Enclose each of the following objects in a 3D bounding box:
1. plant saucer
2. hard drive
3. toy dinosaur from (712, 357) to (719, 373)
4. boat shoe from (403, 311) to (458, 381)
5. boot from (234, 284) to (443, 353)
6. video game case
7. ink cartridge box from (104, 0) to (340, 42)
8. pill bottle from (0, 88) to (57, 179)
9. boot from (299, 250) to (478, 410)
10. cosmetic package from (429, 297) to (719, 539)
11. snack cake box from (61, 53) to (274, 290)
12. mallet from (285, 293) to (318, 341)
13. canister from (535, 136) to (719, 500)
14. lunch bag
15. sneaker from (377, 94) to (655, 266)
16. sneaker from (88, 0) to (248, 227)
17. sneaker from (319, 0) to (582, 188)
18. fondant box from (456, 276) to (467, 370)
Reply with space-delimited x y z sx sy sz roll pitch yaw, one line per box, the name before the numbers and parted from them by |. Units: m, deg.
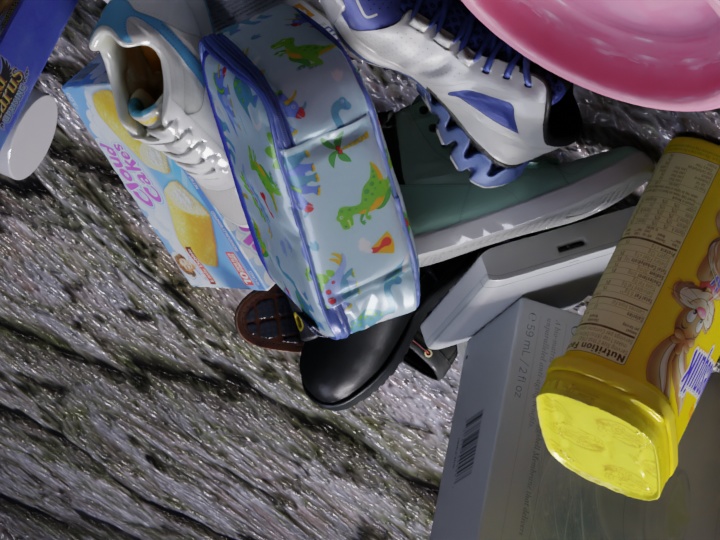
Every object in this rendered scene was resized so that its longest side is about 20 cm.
plant saucer | 0.140 -0.167 1.351 0.200 0.051 0.201 25 160 10
hard drive | 0.127 0.007 1.735 0.200 0.131 0.027 126 126 -71
toy dinosaur | 0.263 0.029 1.677 0.200 0.047 0.088 4 123 49
boat shoe | -0.004 0.030 2.061 0.201 0.063 0.074 25 163 14
boot | -0.026 0.020 1.915 0.199 0.075 0.097 -13 -169 -27
video game case | -0.312 -0.134 1.844 0.045 0.201 0.181 34 162 -27
ink cartridge box | -0.119 -0.210 1.618 0.200 0.043 0.196 34 158 -21
pill bottle | -0.362 -0.149 2.015 0.199 0.113 0.113 23 161 16
boot | 0.000 0.001 1.776 0.073 0.198 0.162 41 180 30
cosmetic package | 0.172 0.152 1.737 0.199 0.200 0.123 17 159 -13
snack cake box | -0.132 -0.083 1.846 0.115 0.067 0.200 1 129 53
mallet | -0.066 -0.047 1.696 0.066 0.041 0.201 -26 89 58
canister | 0.197 0.030 1.551 0.086 0.201 0.149 22 161 18
lunch bag | -0.035 -0.064 1.551 0.161 0.082 0.201 -131 22 -58
sneaker | 0.093 -0.082 1.608 0.200 0.119 0.074 -16 172 16
sneaker | -0.120 -0.105 1.619 0.076 0.081 0.200 -4 125 40
sneaker | 0.076 -0.142 1.487 0.115 0.081 0.199 -15 128 44
fondant box | 0.125 0.096 1.930 0.200 0.058 0.145 75 175 -66
